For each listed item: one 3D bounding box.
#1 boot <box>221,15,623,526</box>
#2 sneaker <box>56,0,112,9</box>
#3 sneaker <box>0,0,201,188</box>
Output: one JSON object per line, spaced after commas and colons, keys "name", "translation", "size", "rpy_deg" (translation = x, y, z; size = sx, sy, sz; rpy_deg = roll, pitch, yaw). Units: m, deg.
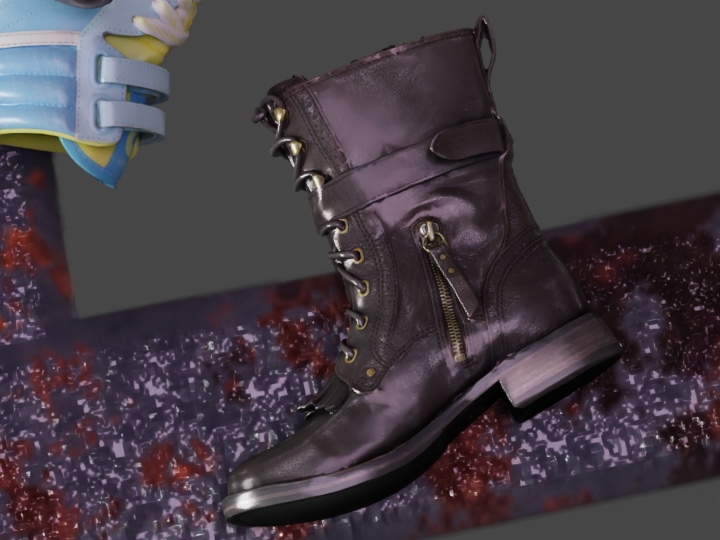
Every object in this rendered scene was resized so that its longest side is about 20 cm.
{"name": "boot", "translation": [0.000, 0.000, 1.134], "size": [0.199, 0.069, 0.175], "rpy_deg": [-26, 79, -10]}
{"name": "sneaker", "translation": [-0.084, -0.164, 1.065], "size": [0.199, 0.078, 0.113], "rpy_deg": [-9, 67, 19]}
{"name": "sneaker", "translation": [-0.083, -0.109, 1.133], "size": [0.199, 0.080, 0.132], "rpy_deg": [-17, 81, 4]}
